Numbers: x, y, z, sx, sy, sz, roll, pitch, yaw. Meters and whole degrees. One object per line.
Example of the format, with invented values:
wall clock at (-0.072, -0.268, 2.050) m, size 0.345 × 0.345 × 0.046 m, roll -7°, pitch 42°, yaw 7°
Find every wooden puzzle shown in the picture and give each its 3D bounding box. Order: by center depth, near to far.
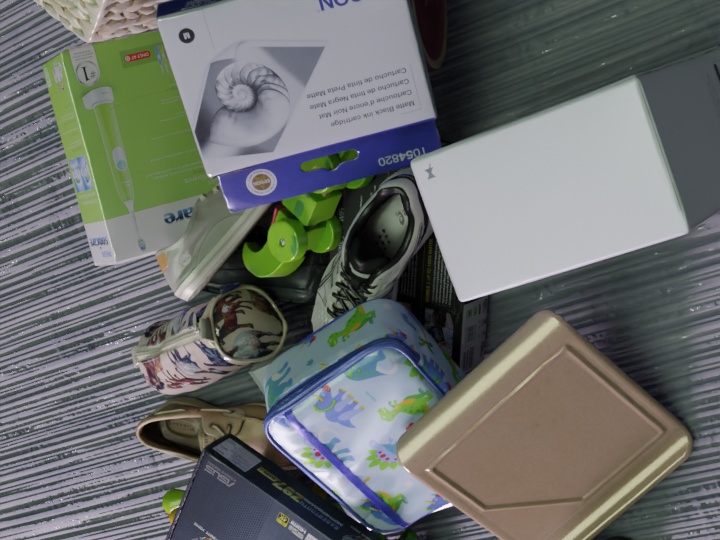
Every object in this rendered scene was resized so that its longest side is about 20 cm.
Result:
wooden puzzle at (0.156, 0.145, 1.257) m, size 0.185 × 0.037 × 0.200 m, roll -43°, pitch 116°, yaw 14°

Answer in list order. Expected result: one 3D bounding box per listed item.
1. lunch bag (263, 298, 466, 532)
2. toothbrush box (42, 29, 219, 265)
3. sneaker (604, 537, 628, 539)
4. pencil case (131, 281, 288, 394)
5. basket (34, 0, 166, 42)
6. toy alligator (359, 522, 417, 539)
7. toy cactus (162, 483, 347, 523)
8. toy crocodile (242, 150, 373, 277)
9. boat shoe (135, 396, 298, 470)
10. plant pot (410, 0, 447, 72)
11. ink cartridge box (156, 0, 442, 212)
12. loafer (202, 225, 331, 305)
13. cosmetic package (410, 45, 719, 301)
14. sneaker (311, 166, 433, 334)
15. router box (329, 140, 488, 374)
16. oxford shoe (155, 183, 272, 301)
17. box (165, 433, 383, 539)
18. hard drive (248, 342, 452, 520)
lunch bag at (0.018, 0.133, 1.290) m, size 0.160 × 0.083 × 0.200 m, roll -31°, pitch 124°, yaw 16°
toothbrush box at (-0.202, -0.120, 1.412) m, size 0.086 × 0.145 × 0.202 m, roll -5°, pitch 101°, yaw 66°
sneaker at (0.158, 0.311, 1.328) m, size 0.201 × 0.108 × 0.068 m, roll -38°, pitch 81°, yaw 33°
pencil case at (-0.152, 0.069, 1.439) m, size 0.200 × 0.089 × 0.079 m, roll -24°, pitch 58°, yaw 57°
basket at (-0.207, -0.300, 1.355) m, size 0.135 × 0.199 × 0.124 m, roll 40°, pitch 126°, yaw 18°
toy alligator at (0.068, 0.315, 1.423) m, size 0.054 × 0.059 × 0.201 m, roll -34°, pitch 92°, yaw -9°
toy cactus at (-0.111, 0.229, 1.459) m, size 0.198 × 0.103 × 0.166 m, roll 12°, pitch 148°, yaw 18°
toy crocodile at (-0.042, -0.069, 1.324) m, size 0.062 × 0.067 × 0.201 m, roll 44°, pitch 124°, yaw 22°
boat shoe at (-0.137, 0.173, 1.504) m, size 0.198 × 0.064 × 0.072 m, roll 2°, pitch 103°, yaw 32°
plant pot at (-0.026, -0.226, 1.271) m, size 0.177 × 0.200 × 0.202 m, roll -3°, pitch 101°, yaw 17°
ink cartridge box at (-0.043, -0.144, 1.197) m, size 0.198 × 0.041 × 0.201 m, roll -15°, pitch 122°, yaw 5°
loafer at (-0.107, -0.009, 1.445) m, size 0.199 × 0.068 × 0.071 m, roll 5°, pitch 87°, yaw 33°
cosmetic package at (0.182, -0.077, 1.161) m, size 0.198 × 0.199 × 0.124 m, roll -18°, pitch 92°, yaw 34°
sneaker at (0.000, 0.000, 1.279) m, size 0.075 × 0.088 × 0.201 m, roll 29°, pitch 107°, yaw 13°
router box at (0.045, -0.019, 1.350) m, size 0.148 × 0.051 × 0.202 m, roll 13°, pitch 109°, yaw 31°
oxford shoe at (-0.116, -0.061, 1.370) m, size 0.058 × 0.200 × 0.075 m, roll 40°, pitch 164°, yaw 2°
box at (-0.081, 0.269, 1.360) m, size 0.199 × 0.051 × 0.159 m, roll 33°, pitch 117°, yaw 18°
hard drive at (-0.001, 0.150, 1.401) m, size 0.131 × 0.026 × 0.201 m, roll -24°, pitch 106°, yaw 34°
